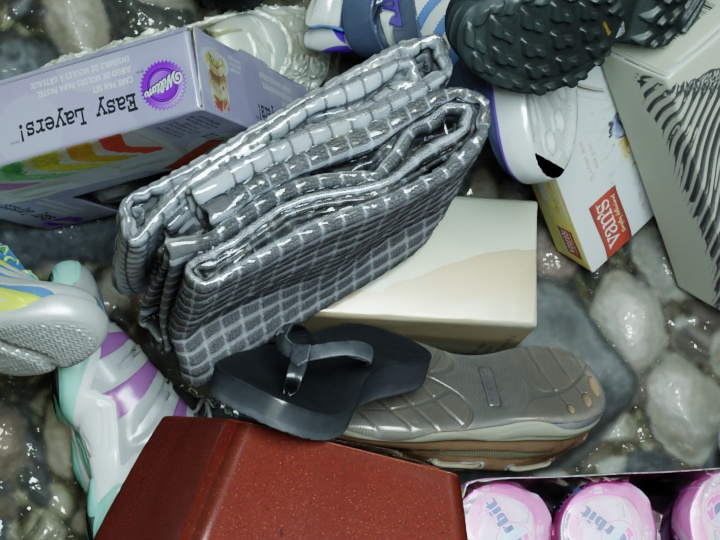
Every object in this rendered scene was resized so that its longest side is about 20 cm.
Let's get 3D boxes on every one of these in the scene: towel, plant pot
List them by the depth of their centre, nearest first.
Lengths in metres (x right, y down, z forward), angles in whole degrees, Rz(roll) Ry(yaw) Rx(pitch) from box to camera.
[{"bbox_3d":[-0.033,-0.028,1.210,0.199,0.166,0.086,-30,81,-15],"label":"towel"},{"bbox_3d":[-0.047,0.178,1.213,0.198,0.200,0.178,15,81,-20],"label":"plant pot"}]

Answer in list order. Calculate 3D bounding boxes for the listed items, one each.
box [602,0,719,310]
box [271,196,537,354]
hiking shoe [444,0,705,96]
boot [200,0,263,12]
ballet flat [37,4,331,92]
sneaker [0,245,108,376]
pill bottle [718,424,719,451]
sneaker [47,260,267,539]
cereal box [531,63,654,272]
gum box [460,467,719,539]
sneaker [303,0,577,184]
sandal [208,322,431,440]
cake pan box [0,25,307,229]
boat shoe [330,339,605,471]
[{"bbox_3d":[0.211,-0.071,1.341,0.082,0.068,0.201,-40,130,-15],"label":"box"},{"bbox_3d":[0.000,0.000,1.342,0.198,0.095,0.079,3,77,-7],"label":"box"},{"bbox_3d":[0.105,-0.150,1.218,0.199,0.075,0.087,-17,47,-44],"label":"hiking shoe"},{"bbox_3d":[-0.038,-0.232,1.377,0.198,0.077,0.169,13,69,11],"label":"boot"},{"bbox_3d":[-0.104,-0.118,1.366,0.198,0.072,0.072,-16,81,-12],"label":"ballet flat"},{"bbox_3d":[-0.222,0.001,1.281,0.198,0.076,0.106,-3,60,28],"label":"sneaker"},{"bbox_3d":[0.324,0.087,1.361,0.199,0.113,0.114,-25,83,-13],"label":"pill bottle"},{"bbox_3d":[-0.105,0.083,1.322,0.139,0.078,0.202,-13,89,-13],"label":"sneaker"},{"bbox_3d":[0.180,-0.113,1.375,0.200,0.144,0.039,-43,47,-15],"label":"cereal box"},{"bbox_3d":[0.137,0.156,1.318,0.198,0.114,0.067,-2,78,-9],"label":"gum box"},{"bbox_3d":[0.038,-0.126,1.297,0.145,0.080,0.202,-18,68,27],"label":"sneaker"},{"bbox_3d":[-0.021,0.047,1.212,0.076,0.200,0.043,21,105,17],"label":"sandal"},{"bbox_3d":[-0.137,-0.074,1.260,0.183,0.200,0.053,-12,82,15],"label":"cake pan box"},{"bbox_3d":[0.045,0.089,1.334,0.198,0.072,0.076,5,47,-13],"label":"boat shoe"}]
